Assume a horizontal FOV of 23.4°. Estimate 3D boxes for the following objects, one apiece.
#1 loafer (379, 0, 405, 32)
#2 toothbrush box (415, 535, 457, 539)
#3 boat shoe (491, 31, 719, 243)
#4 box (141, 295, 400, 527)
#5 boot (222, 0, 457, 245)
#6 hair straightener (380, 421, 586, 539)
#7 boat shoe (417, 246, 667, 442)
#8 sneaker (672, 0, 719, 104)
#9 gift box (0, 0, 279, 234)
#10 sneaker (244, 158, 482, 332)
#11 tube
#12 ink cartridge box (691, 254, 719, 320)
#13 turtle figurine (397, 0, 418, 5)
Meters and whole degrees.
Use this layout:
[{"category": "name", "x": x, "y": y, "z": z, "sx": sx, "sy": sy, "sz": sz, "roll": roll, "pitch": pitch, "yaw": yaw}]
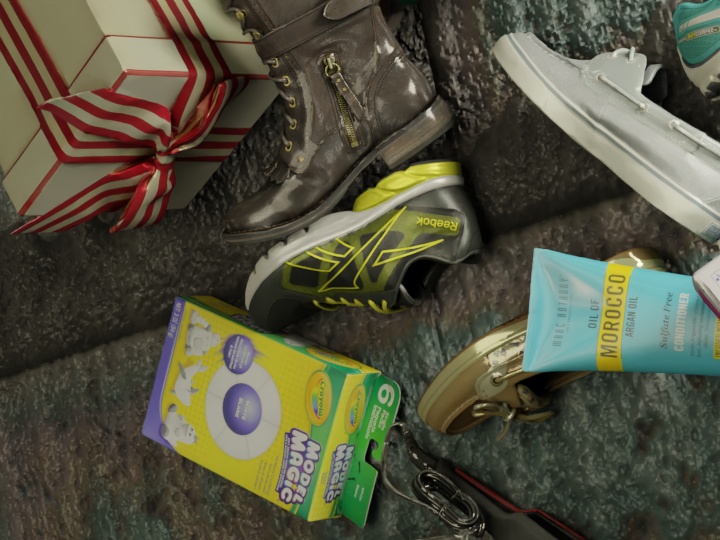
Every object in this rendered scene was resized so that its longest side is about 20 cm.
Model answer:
[{"category": "loafer", "x": -0.052, "y": -0.234, "z": 1.260, "sx": 0.200, "sy": 0.071, "sz": 0.073, "roll": 34, "pitch": 106, "yaw": 33}, {"category": "toothbrush box", "x": 0.008, "y": 0.294, "z": 1.205, "sx": 0.146, "sy": 0.085, "sz": 0.201, "roll": -15, "pitch": 80, "yaw": 34}, {"category": "boat shoe", "x": 0.173, "y": -0.102, "z": 1.114, "sx": 0.201, "sy": 0.070, "sz": 0.072, "roll": 43, "pitch": 101, "yaw": 24}, {"category": "box", "x": -0.066, "y": 0.105, "z": 1.284, "sx": 0.200, "sy": 0.048, "sz": 0.118, "roll": 21, "pitch": 101, "yaw": 32}, {"category": "boot", "x": -0.048, "y": -0.130, "z": 1.188, "sx": 0.200, "sy": 0.069, "sz": 0.174, "roll": -33, "pitch": 102, "yaw": 7}, {"category": "hair straightener", "x": 0.084, "y": 0.162, "z": 1.158, "sx": 0.200, "sy": 0.077, "sz": 0.041, "roll": 38, "pitch": 112, "yaw": 29}, {"category": "boat shoe", "x": 0.122, "y": 0.060, "z": 1.135, "sx": 0.200, "sy": 0.073, "sz": 0.063, "roll": -37, "pitch": 69, "yaw": 27}, {"category": "sneaker", "x": 0.268, "y": -0.184, "z": 1.040, "sx": 0.200, "sy": 0.077, "sz": 0.080, "roll": -38, "pitch": 60, "yaw": 29}, {"category": "gift box", "x": -0.192, "y": -0.138, "z": 1.278, "sx": 0.185, "sy": 0.200, "sz": 0.187, "roll": -50, "pitch": 62, "yaw": 39}, {"category": "sneaker", "x": 0.000, "y": 0.000, "z": 1.221, "sx": 0.200, "sy": 0.074, "sz": 0.085, "roll": -35, "pitch": 71, "yaw": 29}, {"category": "tube", "x": 0.200, "y": 0.034, "z": 1.063, "sx": 0.199, "sy": 0.050, "sz": 0.078, "roll": 5, "pitch": 80, "yaw": 18}, {"category": "ink cartridge box", "x": 0.307, "y": -0.007, "z": 0.996, "sx": 0.200, "sy": 0.042, "sz": 0.119, "roll": -37, "pitch": 68, "yaw": 2}, {"category": "turtle figurine", "x": 0.031, "y": -0.294, "z": 1.196, "sx": 0.150, "sy": 0.101, "sz": 0.200, "roll": -27, "pitch": 80, "yaw": 31}]
